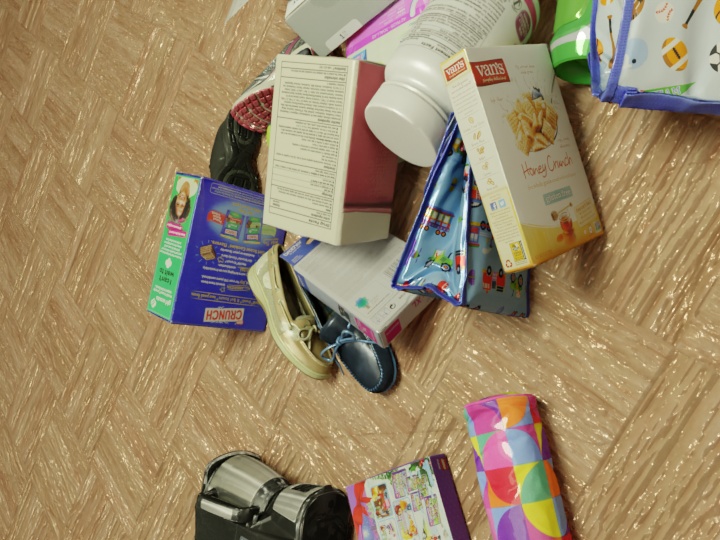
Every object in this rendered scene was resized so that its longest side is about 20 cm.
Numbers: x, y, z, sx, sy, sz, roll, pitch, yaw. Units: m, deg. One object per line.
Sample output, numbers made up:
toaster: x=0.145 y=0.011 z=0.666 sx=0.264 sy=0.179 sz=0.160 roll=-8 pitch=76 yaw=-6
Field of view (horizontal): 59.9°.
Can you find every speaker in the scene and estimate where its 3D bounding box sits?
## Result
speaker: x=0.245 y=-0.302 z=0.638 sx=0.087 sy=0.088 sz=0.205 roll=7 pitch=87 yaw=40

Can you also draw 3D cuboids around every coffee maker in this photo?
coffee maker: x=-0.114 y=0.356 z=0.824 sx=0.197 sy=0.133 sz=0.197 roll=7 pitch=110 yaw=42

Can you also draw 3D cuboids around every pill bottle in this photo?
pill bottle: x=0.096 y=-0.220 z=0.669 sx=0.112 sy=0.113 sz=0.202 roll=26 pitch=77 yaw=39

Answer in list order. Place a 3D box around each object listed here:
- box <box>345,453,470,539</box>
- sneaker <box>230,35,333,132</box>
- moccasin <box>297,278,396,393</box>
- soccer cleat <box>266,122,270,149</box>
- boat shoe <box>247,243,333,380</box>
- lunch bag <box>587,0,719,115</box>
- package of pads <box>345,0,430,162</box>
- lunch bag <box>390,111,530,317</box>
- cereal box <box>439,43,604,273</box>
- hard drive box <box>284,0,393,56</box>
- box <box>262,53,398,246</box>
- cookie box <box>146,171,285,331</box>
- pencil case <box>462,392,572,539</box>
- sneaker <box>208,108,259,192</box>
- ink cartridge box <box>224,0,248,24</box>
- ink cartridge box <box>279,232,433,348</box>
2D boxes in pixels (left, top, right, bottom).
box: x=0.065 y=0.331 z=0.716 sx=0.136 sy=0.039 sz=0.204 roll=-30 pitch=65 yaw=33
sneaker: x=-0.118 y=-0.286 z=0.957 sx=0.198 sy=0.080 sz=0.076 roll=-30 pitch=50 yaw=25
moccasin: x=-0.029 y=0.079 z=0.819 sx=0.081 sy=0.067 sz=0.201 roll=-54 pitch=53 yaw=20
soccer cleat: x=-0.073 y=-0.206 z=0.899 sx=0.199 sy=0.066 sz=0.083 roll=-24 pitch=79 yaw=53
boat shoe: x=-0.090 y=0.057 z=0.870 sx=0.063 sy=0.073 sz=0.203 roll=-44 pitch=60 yaw=22
lunch bag: x=0.288 y=-0.231 z=0.529 sx=0.166 sy=0.124 sz=0.205 roll=5 pitch=82 yaw=5
package of pads: x=0.056 y=-0.245 z=0.801 sx=0.152 sy=0.067 sz=0.205 roll=-13 pitch=75 yaw=40
lunch bag: x=0.128 y=-0.064 z=0.654 sx=0.093 sy=0.149 sz=0.205 roll=13 pitch=91 yaw=40
cereal box: x=0.160 y=-0.113 z=0.602 sx=0.039 sy=0.142 sz=0.204 roll=-16 pitch=93 yaw=49
hard drive box: x=-0.016 y=-0.413 z=0.840 sx=0.154 sy=0.076 sz=0.204 roll=-25 pitch=45 yaw=35
box: x=-0.031 y=-0.145 z=0.749 sx=0.126 sy=0.108 sz=0.205 roll=17 pitch=107 yaw=35
cookie box: x=-0.205 y=-0.022 z=0.920 sx=0.074 sy=0.169 sz=0.205 roll=13 pitch=91 yaw=43
pencil case: x=0.157 y=0.227 z=0.628 sx=0.087 sy=0.087 sz=0.205 roll=-21 pitch=68 yaw=36
sneaker: x=-0.213 y=-0.159 z=1.020 sx=0.090 sy=0.075 sz=0.205 roll=-20 pitch=57 yaw=49
ink cartridge box: x=-0.094 y=-0.423 z=0.841 sx=0.198 sy=0.050 sz=0.164 roll=-24 pitch=46 yaw=43
ink cartridge box: x=0.000 y=0.000 z=0.788 sx=0.119 sy=0.042 sz=0.199 roll=-41 pitch=51 yaw=-19
